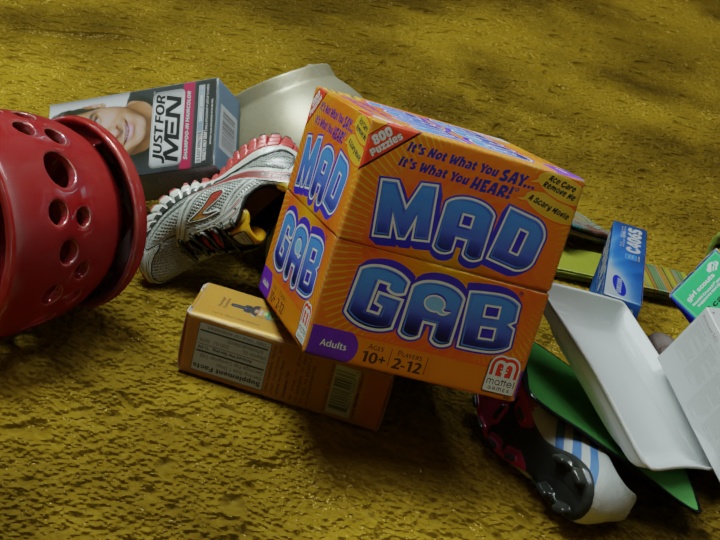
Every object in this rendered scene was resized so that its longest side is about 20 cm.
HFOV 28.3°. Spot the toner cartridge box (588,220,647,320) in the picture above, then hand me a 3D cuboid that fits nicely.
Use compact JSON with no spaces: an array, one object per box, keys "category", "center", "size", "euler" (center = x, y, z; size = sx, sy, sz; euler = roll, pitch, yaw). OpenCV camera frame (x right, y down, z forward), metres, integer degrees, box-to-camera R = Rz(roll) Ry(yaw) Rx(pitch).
[{"category":"toner cartridge box","center":[0.276,0.029,1.559],"size":[0.043,0.096,0.200],"euler":[17,26,5]}]

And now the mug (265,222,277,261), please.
[{"category":"mug","center":[-0.002,-0.010,1.436],"size":[0.152,0.151,0.186],"euler":[-12,30,-30]}]

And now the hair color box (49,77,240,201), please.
[{"category":"hair color box","center":[-0.227,-0.129,1.480],"size":[0.197,0.100,0.061],"euler":[-7,-22,19]}]

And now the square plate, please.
[{"category":"square plate","center":[0.249,0.106,1.335],"size":[0.197,0.028,0.201],"euler":[13,44,-56]}]

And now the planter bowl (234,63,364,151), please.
[{"category":"planter bowl","center":[-0.066,-0.140,1.538],"size":[0.198,0.136,0.200],"euler":[-21,-1,0]}]

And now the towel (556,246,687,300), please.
[{"category":"towel","center":[0.304,0.004,1.714],"size":[0.197,0.018,0.086],"euler":[12,21,-5]}]

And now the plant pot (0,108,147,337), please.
[{"category":"plant pot","center":[-0.303,-0.049,1.276],"size":[0.199,0.203,0.182],"euler":[32,28,30]}]

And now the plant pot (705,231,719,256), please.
[{"category":"plant pot","center":[0.501,0.014,1.634],"size":[0.182,0.203,0.201],"euler":[-3,30,-12]}]

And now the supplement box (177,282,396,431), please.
[{"category":"supplement box","center":[-0.065,0.078,1.312],"size":[0.198,0.070,0.067],"euler":[19,25,3]}]

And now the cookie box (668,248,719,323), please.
[{"category":"cookie box","center":[0.424,0.095,1.445],"size":[0.171,0.075,0.200],"euler":[43,5,-41]}]

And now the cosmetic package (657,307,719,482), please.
[{"category":"cosmetic package","center":[0.358,0.139,1.333],"size":[0.050,0.083,0.202],"euler":[4,50,-32]}]

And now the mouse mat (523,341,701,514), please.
[{"category":"mouse mat","center":[0.229,0.140,1.328],"size":[0.199,0.008,0.161],"euler":[36,16,-6]}]

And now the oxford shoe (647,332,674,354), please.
[{"category":"oxford shoe","center":[0.352,0.112,1.465],"size":[0.070,0.074,0.200],"euler":[2,29,-24]}]

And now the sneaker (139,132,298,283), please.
[{"category":"sneaker","center":[-0.138,-0.051,1.403],"size":[0.078,0.199,0.083],"euler":[41,16,-48]}]

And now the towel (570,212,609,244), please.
[{"category":"towel","center":[0.222,-0.092,1.799],"size":[0.199,0.022,0.146],"euler":[36,15,35]}]

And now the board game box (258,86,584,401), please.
[{"category":"board game box","center":[0.046,-0.028,1.266],"size":[0.198,0.202,0.200],"euler":[14,11,-19]}]

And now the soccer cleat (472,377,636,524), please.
[{"category":"soccer cleat","center":[0.174,0.160,1.298],"size":[0.086,0.070,0.200],"euler":[15,26,-36]}]
